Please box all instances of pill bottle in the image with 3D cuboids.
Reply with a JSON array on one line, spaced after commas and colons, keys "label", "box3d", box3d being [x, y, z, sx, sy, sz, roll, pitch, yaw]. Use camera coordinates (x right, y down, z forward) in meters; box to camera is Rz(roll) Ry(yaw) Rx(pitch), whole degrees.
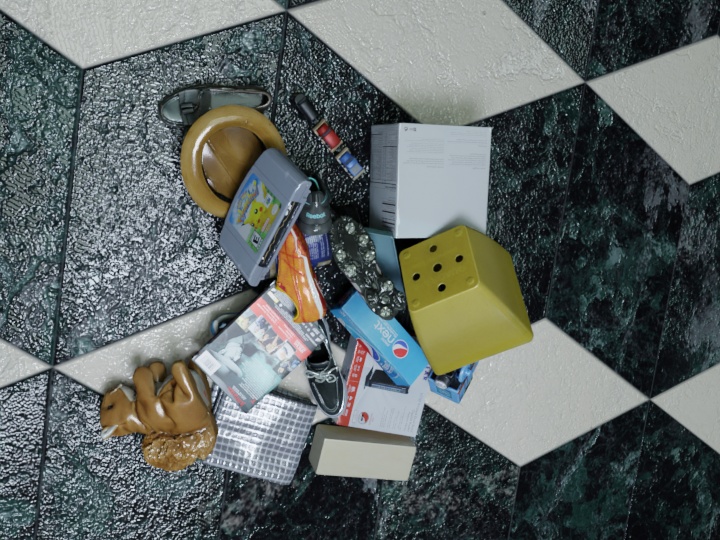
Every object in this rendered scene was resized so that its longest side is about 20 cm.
[{"label": "pill bottle", "box3d": [-0.100, -0.059, 1.340, 0.197, 0.112, 0.114, -14, 103, -17]}]

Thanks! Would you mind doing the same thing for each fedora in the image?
[{"label": "fedora", "box3d": [-0.223, -0.192, 1.280, 0.197, 0.082, 0.204, -10, 118, -20]}]

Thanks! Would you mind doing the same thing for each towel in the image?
[{"label": "towel", "box3d": [-0.195, 0.297, 1.374, 0.197, 0.085, 0.168, 20, 90, -22]}]

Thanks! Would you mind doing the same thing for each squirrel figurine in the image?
[{"label": "squirrel figurine", "box3d": [-0.350, 0.261, 1.277, 0.184, 0.142, 0.203, -20, 94, -2]}]

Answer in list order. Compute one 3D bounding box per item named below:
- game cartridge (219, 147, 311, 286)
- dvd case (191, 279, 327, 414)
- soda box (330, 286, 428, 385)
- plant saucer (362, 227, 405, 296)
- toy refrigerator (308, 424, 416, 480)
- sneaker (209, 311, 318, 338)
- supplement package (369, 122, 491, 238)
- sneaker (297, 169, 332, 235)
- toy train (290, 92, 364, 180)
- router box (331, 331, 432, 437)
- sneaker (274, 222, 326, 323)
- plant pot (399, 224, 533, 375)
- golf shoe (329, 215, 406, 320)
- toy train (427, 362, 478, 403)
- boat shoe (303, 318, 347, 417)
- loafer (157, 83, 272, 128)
[{"label": "game cartridge", "box3d": [-0.164, -0.093, 1.223, 0.040, 0.133, 0.202, 13, 114, -44]}, {"label": "dvd case", "box3d": [-0.176, 0.135, 1.301, 0.200, 0.022, 0.146, -44, 110, -5]}, {"label": "soda box", "box3d": [0.038, 0.122, 1.388, 0.200, 0.064, 0.068, 48, 68, -11]}, {"label": "plant saucer", "box3d": [0.043, -0.010, 1.378, 0.201, 0.069, 0.019, 74, 32, -52]}, {"label": "toy refrigerator", "box3d": [0.003, 0.361, 1.468, 0.197, 0.070, 0.077, 10, 102, -21]}, {"label": "sneaker", "box3d": [-0.174, 0.108, 1.334, 0.196, 0.073, 0.073, -3, 79, -3]}, {"label": "supplement package", "box3d": [0.126, -0.169, 1.387, 0.188, 0.147, 0.204, -1, 99, -20]}, {"label": "sneaker", "box3d": [-0.083, -0.139, 1.287, 0.074, 0.201, 0.080, -8, 123, -9]}, {"label": "toy train", "box3d": [-0.057, -0.246, 1.362, 0.034, 0.046, 0.200, -44, 110, -9]}, {"label": "router box", "box3d": [0.049, 0.215, 1.471, 0.177, 0.049, 0.203, 13, 93, -21]}, {"label": "sneaker", "box3d": [-0.117, -0.004, 1.248, 0.076, 0.073, 0.203, -15, 98, 4]}, {"label": "plant pot", "box3d": [0.173, 0.037, 1.336, 0.198, 0.202, 0.176, -23, 140, 19]}, {"label": "golf shoe", "box3d": [0.000, 0.000, 1.307, 0.077, 0.088, 0.202, -31, 96, -13]}, {"label": "toy train", "box3d": [0.203, 0.161, 1.481, 0.201, 0.086, 0.115, -58, 156, -26]}, {"label": "boat shoe", "box3d": [-0.071, 0.183, 1.389, 0.072, 0.068, 0.203, -8, 93, 7]}, {"label": "loafer", "box3d": [-0.249, -0.290, 1.275, 0.197, 0.063, 0.073, -13, 102, -18]}]
